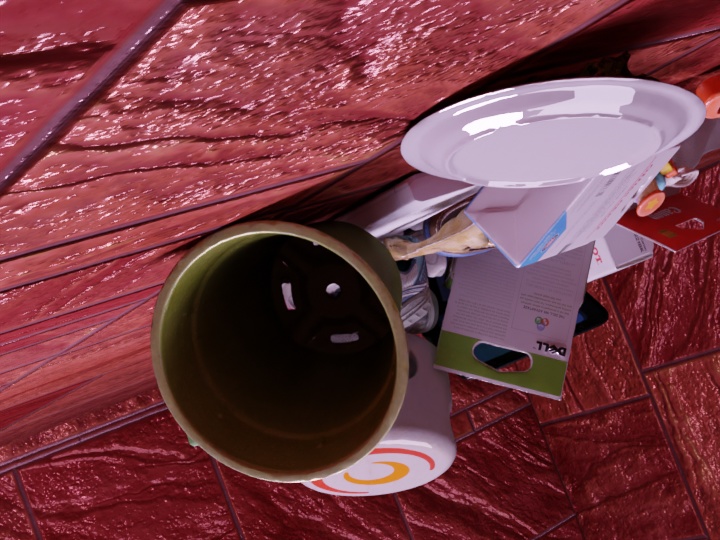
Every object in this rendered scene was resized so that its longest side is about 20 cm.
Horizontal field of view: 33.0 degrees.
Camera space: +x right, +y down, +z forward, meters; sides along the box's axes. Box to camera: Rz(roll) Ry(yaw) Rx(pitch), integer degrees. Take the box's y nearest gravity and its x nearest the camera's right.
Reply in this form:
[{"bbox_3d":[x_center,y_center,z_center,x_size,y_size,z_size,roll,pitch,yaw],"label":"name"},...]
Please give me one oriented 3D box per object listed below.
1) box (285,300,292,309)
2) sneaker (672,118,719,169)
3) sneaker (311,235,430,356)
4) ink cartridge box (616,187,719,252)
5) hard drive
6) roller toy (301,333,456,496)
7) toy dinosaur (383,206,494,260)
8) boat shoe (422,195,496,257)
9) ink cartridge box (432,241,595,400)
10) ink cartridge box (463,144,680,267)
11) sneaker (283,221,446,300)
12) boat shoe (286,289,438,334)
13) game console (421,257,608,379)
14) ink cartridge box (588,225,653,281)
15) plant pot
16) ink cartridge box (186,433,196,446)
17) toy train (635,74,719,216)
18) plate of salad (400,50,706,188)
[{"bbox_3d":[-0.094,0.120,1.506,0.121,0.202,0.192,-19,175,-30],"label":"box"},{"bbox_3d":[0.335,-0.143,1.331,0.198,0.076,0.088,-19,-168,-23],"label":"sneaker"},{"bbox_3d":[-0.003,0.028,1.159,0.077,0.087,0.200,18,-144,27],"label":"sneaker"},{"bbox_3d":[0.317,-0.089,1.356,0.175,0.045,0.199,25,-155,31],"label":"ink cartridge box"},{"bbox_3d":[0.031,-0.053,1.112,0.131,0.027,0.199,-20,175,-40],"label":"hard drive"},{"bbox_3d":[0.011,0.151,1.311,0.181,0.141,0.199,-24,146,31],"label":"roller toy"},{"bbox_3d":[0.100,-0.038,1.085,0.100,0.059,0.200,-18,174,-34],"label":"toy dinosaur"},{"bbox_3d":[0.159,-0.062,1.225,0.198,0.073,0.072,-18,-169,-19],"label":"boat shoe"},{"bbox_3d":[0.161,0.029,1.317,0.146,0.202,0.076,14,168,-1],"label":"ink cartridge box"},{"bbox_3d":[0.178,-0.077,0.996,0.116,0.067,0.199,-53,162,25],"label":"ink cartridge box"},{"bbox_3d":[0.000,0.000,1.285,0.199,0.082,0.075,-22,178,25],"label":"sneaker"},{"bbox_3d":[-0.010,0.034,1.353,0.201,0.075,0.065,14,-163,35],"label":"boat shoe"},{"bbox_3d":[0.153,0.005,1.378,0.198,0.178,0.116,-20,-173,-19],"label":"game console"},{"bbox_3d":[0.255,-0.049,1.551,0.083,0.146,0.199,-18,174,-40],"label":"ink cartridge box"},{"bbox_3d":[-0.041,0.037,0.980,0.199,0.201,0.190,-23,-171,18],"label":"plant pot"},{"bbox_3d":[-0.136,0.090,1.207,0.083,0.146,0.200,-15,174,-19],"label":"ink cartridge box"},{"bbox_3d":[0.317,-0.117,1.182,0.149,0.056,0.201,-9,149,-14],"label":"toy train"},{"bbox_3d":[0.124,-0.097,0.799,0.198,0.049,0.200,-3,166,-1],"label":"plate of salad"}]
